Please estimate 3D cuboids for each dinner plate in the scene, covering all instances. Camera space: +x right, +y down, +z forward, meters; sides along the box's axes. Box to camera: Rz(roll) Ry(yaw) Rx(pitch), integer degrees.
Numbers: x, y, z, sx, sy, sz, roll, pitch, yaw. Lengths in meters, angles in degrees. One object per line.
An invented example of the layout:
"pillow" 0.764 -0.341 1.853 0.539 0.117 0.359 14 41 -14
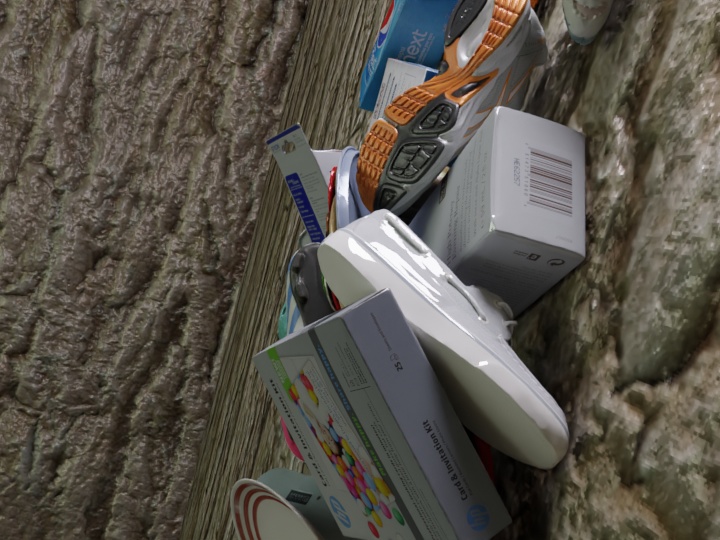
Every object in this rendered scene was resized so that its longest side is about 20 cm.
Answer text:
"dinner plate" -0.055 0.277 0.834 0.200 0.024 0.202 36 141 36

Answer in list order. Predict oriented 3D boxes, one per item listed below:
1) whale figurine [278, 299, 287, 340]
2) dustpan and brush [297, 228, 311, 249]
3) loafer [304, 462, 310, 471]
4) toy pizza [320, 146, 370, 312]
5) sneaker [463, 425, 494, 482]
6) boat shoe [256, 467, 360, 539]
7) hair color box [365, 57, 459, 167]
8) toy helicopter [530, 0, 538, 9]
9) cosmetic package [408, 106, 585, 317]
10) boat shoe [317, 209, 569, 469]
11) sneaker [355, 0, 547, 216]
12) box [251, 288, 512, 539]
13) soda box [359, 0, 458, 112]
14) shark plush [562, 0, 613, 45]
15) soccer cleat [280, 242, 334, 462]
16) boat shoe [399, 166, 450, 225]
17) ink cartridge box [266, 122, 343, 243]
"whale figurine" -0.030 0.034 1.036 0.160 0.103 0.201 -94 25 -56
"dustpan and brush" 0.008 -0.074 0.947 0.058 0.139 0.200 63 164 -11
"loafer" -0.028 0.182 0.918 0.063 0.071 0.200 62 169 19
"toy pizza" 0.000 0.000 0.742 0.200 0.031 0.203 -8 -90 -78
"sneaker" 0.040 0.151 0.675 0.116 0.077 0.202 -104 19 -50
"boat shoe" -0.024 0.251 0.882 0.199 0.091 0.071 3 47 52
"hair color box" 0.060 -0.162 0.944 0.200 0.060 0.101 -119 44 -71
"toy helicopter" 0.137 -0.308 0.786 0.132 0.078 0.202 176 118 -86
"cosmetic package" 0.085 -0.017 0.657 0.200 0.073 0.103 127 155 -58
"boat shoe" 0.060 0.036 0.567 0.068 0.200 0.072 -38 -28 -25
"sneaker" 0.080 -0.116 0.693 0.201 0.092 0.076 -53 49 7
"box" 0.002 0.106 0.605 0.157 0.041 0.200 62 156 0
"soda box" 0.061 -0.270 1.038 0.201 0.067 0.065 118 161 -48
"shark plush" 0.153 -0.255 0.634 0.084 0.090 0.202 71 -166 -52
"soccer cleat" -0.036 0.076 0.833 0.086 0.069 0.202 92 179 -75
"boat shoe" 0.048 -0.053 0.878 0.200 0.071 0.077 124 168 -58
"ink cartridge box" -0.022 -0.047 0.871 0.099 0.039 0.202 -2 113 66
